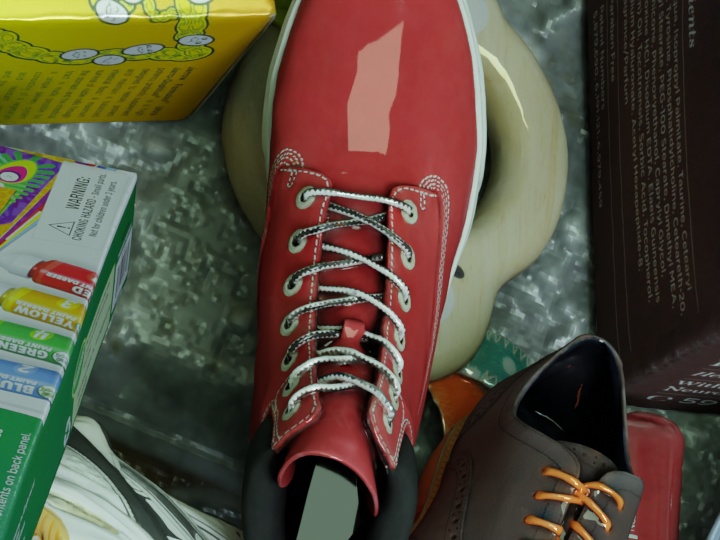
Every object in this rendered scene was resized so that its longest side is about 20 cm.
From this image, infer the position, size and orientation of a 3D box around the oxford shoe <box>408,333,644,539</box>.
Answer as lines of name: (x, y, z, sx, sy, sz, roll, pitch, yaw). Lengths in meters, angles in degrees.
oxford shoe: (0.046, 0.089, 0.862, 0.071, 0.073, 0.200, 28, 32, -10)

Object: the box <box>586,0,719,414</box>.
box: (0.189, -0.047, 0.968, 0.166, 0.200, 0.164, 5, 74, -17)

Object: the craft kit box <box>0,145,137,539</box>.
craft kit box: (-0.177, 0.017, 0.791, 0.197, 0.049, 0.200, 9, 31, 1)

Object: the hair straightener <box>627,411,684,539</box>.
hair straightener: (0.085, 0.146, 0.943, 0.041, 0.077, 0.200, 6, 51, -6)

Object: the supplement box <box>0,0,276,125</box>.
supplement box: (-0.142, -0.113, 0.923, 0.200, 0.110, 0.109, -3, 77, -20)

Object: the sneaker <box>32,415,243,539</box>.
sneaker: (-0.039, 0.119, 0.860, 0.200, 0.076, 0.088, 45, 28, -4)

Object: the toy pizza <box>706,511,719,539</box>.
toy pizza: (0.176, 0.143, 0.981, 0.200, 0.032, 0.200, 2, 86, -38)

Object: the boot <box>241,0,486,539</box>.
boot: (0.000, 0.000, 0.855, 0.072, 0.144, 0.200, 6, 99, 0)

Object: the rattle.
rattle: (0.038, -0.024, 0.949, 0.130, 0.143, 0.200, 4, 67, -37)
